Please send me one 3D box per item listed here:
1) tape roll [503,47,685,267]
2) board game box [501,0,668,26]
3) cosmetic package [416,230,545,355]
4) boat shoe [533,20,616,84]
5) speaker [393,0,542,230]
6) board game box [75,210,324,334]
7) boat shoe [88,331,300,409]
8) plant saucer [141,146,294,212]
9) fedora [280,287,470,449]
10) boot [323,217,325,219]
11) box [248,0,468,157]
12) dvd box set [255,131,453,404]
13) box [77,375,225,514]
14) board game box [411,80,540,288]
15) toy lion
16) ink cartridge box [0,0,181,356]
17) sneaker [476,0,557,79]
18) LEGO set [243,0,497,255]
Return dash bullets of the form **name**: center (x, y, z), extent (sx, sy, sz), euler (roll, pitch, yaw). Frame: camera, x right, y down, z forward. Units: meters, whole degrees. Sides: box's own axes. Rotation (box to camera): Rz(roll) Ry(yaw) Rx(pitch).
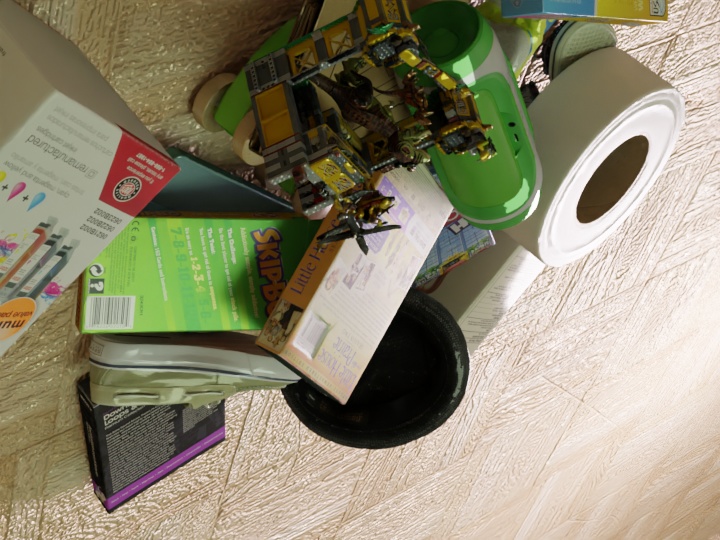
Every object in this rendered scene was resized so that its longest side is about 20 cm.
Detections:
- **tape roll**: center (0.208, -0.103, 1.335), extent (0.202, 0.071, 0.203), euler (-36, 151, -24)
- **board game box**: center (0.184, -0.279, 1.182), extent (0.200, 0.040, 0.154), euler (-9, 99, -49)
- **cosmetic package**: center (0.131, -0.012, 1.544), extent (0.200, 0.087, 0.103), euler (-52, 155, 15)
- **boat shoe**: center (0.199, -0.203, 1.356), extent (0.075, 0.062, 0.200), euler (-39, 167, 7)
- **speaker**: center (0.089, -0.121, 1.166), extent (0.088, 0.088, 0.200), euler (-38, 140, -9)
- **board game box**: center (-0.124, 0.001, 1.157), extent (0.199, 0.030, 0.096), euler (1, 108, -21)
- **boat shoe**: center (-0.144, 0.089, 1.275), extent (0.199, 0.072, 0.062), euler (6, 103, -24)
- **plant saucer**: center (-0.123, -0.057, 1.188), extent (0.070, 0.019, 0.200), euler (-31, 157, 17)
- **fedora**: center (0.015, 0.084, 1.481), extent (0.201, 0.200, 0.092), euler (-54, -175, 22)
- **boot**: center (-0.080, 0.007, 1.290), extent (0.200, 0.075, 0.107), euler (-17, 178, -39)
- **box**: center (0.004, -0.157, 1.128), extent (0.200, 0.021, 0.164), euler (3, 112, -58)
- **dvd box set**: center (0.000, 0.000, 1.190), extent (0.201, 0.029, 0.146), euler (-61, 152, -8)
- **box**: center (-0.193, 0.135, 1.373), extent (0.143, 0.036, 0.200), euler (-31, 152, -25)
- **board game box**: center (0.096, -0.086, 1.374), extent (0.199, 0.062, 0.200), euler (-29, 153, 2)
- **toy lion**: center (-0.021, -0.147, 1.176), extent (0.192, 0.069, 0.200), euler (-50, 153, -2)
- **ink cartridge box**: center (-0.248, -0.056, 0.890), extent (0.200, 0.145, 0.145), euler (-45, 154, 7)
- **sneaker**: center (0.137, -0.209, 1.258), extent (0.200, 0.076, 0.105), euler (-57, 157, 5)
- **LEGO set**: center (0.013, -0.087, 1.011), extent (0.153, 0.116, 0.200), euler (-19, 151, 9)
